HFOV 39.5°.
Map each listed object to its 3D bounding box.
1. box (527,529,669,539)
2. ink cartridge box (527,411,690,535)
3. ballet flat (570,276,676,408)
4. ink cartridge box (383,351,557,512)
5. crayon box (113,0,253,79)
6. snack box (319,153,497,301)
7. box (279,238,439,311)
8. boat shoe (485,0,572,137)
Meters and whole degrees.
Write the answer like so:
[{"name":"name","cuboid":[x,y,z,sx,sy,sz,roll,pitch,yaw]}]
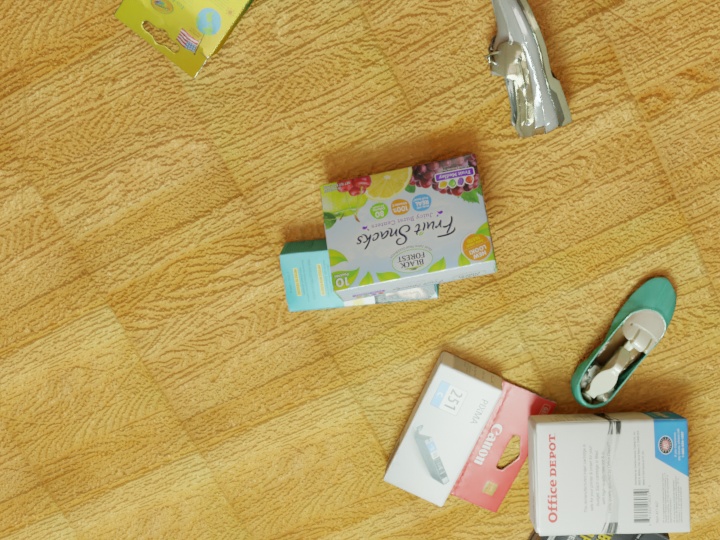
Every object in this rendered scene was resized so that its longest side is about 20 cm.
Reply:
[{"name":"box","cuboid":[0.315,0.410,1.418,0.157,0.048,0.202,25,111,-3]},{"name":"ink cartridge box","cuboid":[0.321,0.263,1.314,0.197,0.084,0.148,-1,91,2]},{"name":"ballet flat","cuboid":[0.343,0.102,1.289,0.067,0.071,0.201,31,110,-5]},{"name":"ink cartridge box","cuboid":[0.149,0.234,1.374,0.174,0.045,0.202,23,111,-1]},{"name":"crayon box","cuboid":[-0.187,-0.348,1.191,0.127,0.051,0.200,38,109,-8]},{"name":"snack box","cuboid":[0.058,-0.051,1.232,0.197,0.053,0.144,-11,72,8]},{"name":"box","cuboid":[0.000,0.000,1.300,0.197,0.049,0.083,-6,110,9]},{"name":"boat shoe","cuboid":[0.182,-0.250,1.174,0.068,0.075,0.202,-23,107,8]}]
